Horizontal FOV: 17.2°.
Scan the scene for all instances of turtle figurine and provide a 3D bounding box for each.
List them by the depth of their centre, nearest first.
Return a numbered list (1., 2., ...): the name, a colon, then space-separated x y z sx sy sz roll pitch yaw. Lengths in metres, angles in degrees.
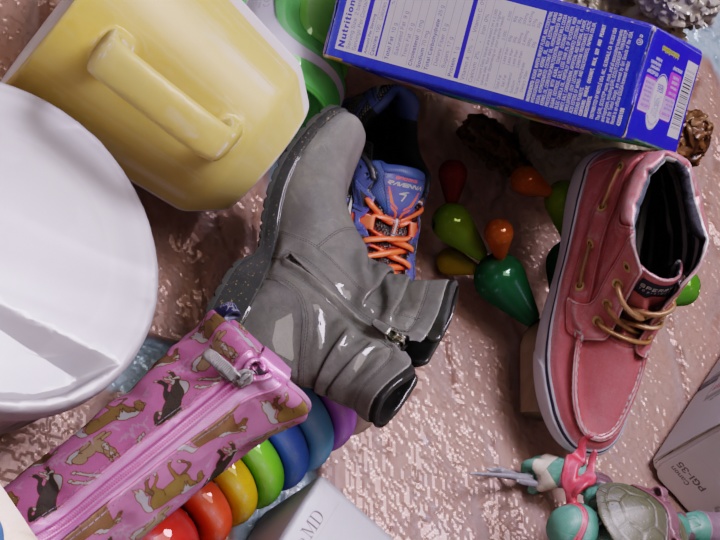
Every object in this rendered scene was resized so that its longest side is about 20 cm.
1. turtle figurine: 0.164 0.179 1.496 0.200 0.101 0.150 17 56 -35

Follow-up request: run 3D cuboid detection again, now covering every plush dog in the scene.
1. plush dog: 0.157 -0.129 1.645 0.200 0.160 0.172 1 71 12

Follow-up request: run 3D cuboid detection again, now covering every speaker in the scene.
1. speaker: -0.038 -0.180 1.555 0.088 0.088 0.200 27 52 -21

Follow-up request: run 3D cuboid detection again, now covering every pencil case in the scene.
1. pencil case: -0.124 0.106 1.275 0.200 0.087 0.083 -38 47 -11

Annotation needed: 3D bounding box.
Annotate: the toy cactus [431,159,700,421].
1. toy cactus: 0.127 0.017 1.576 0.200 0.102 0.165 19 74 -30

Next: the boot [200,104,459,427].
1. boot: 0.000 0.000 1.389 0.130 0.068 0.200 15 57 14

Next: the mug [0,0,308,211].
1. mug: -0.120 -0.104 1.403 0.153 0.149 0.187 39 38 -12

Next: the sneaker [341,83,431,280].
1. sneaker: 0.007 -0.035 1.509 0.075 0.078 0.200 11 59 -30

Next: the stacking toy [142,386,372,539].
1. stacking toy: -0.077 0.114 1.374 0.085 0.085 0.200 48 54 -3

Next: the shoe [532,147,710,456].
1. shoe: 0.165 0.020 1.501 0.071 0.091 0.200 8 88 -22

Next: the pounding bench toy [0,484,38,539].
1. pounding bench toy: -0.247 0.202 1.137 0.200 0.156 0.124 -32 86 -42

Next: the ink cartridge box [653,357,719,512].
1. ink cartridge box: 0.312 0.112 1.645 0.147 0.083 0.200 46 47 -6

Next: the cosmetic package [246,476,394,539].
1. cosmetic package: 0.012 0.226 1.370 0.200 0.071 0.101 42 48 -9

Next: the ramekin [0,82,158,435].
1. ramekin: -0.220 0.002 1.312 0.202 0.094 0.203 18 55 -28

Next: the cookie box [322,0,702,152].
1. cookie box: 0.099 -0.137 1.504 0.200 0.075 0.171 17 5 17
